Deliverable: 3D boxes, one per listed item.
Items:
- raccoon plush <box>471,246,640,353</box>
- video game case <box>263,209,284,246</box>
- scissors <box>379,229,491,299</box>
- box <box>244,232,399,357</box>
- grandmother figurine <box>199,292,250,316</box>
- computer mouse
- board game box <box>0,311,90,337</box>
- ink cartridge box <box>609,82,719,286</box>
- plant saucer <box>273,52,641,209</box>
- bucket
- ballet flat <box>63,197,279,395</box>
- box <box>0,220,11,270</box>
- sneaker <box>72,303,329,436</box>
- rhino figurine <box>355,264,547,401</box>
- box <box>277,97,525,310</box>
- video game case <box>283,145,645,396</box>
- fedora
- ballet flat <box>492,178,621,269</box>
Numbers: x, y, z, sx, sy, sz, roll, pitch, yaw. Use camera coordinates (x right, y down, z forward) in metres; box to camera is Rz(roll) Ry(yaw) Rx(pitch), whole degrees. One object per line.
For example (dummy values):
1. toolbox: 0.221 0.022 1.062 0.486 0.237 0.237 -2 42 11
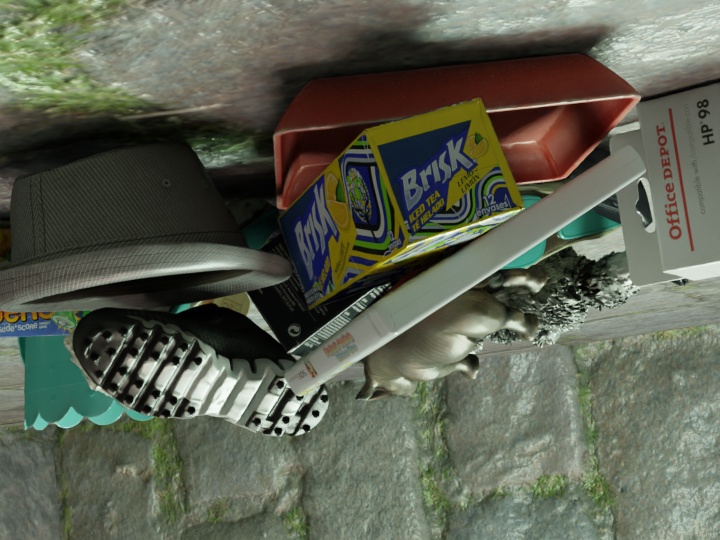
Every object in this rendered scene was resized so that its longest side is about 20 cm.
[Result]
1. raccoon plush: 0.125 0.014 1.044 0.134 0.097 0.200 -14 166 -24
2. video game case: -0.104 -0.007 1.112 0.181 0.046 0.200 -8 172 15
3. scissors: 0.022 0.026 0.899 0.073 0.014 0.200 -25 162 -51
4. box: 0.000 0.000 0.957 0.141 0.079 0.200 -34 169 2
5. grandmother figurine: -0.155 0.041 1.067 0.121 0.061 0.200 28 162 -20
6. computer mouse: 0.218 -0.042 0.980 0.059 0.034 0.200 24 170 39
7. board game box: -0.293 0.021 0.977 0.135 0.035 0.200 -2 -173 -30
8. ink cartridge box: 0.250 -0.061 0.802 0.200 0.116 0.067 -12 170 30
9. plant saucer: 0.045 -0.083 0.759 0.200 0.037 0.200 -7 171 -4
10. bucket: -0.259 0.090 1.317 0.207 0.135 0.207 -8 172 -1
11. ballet flat: -0.140 0.003 0.920 0.200 0.072 0.072 -49 -167 -27
12. box: -0.311 -0.014 0.912 0.200 0.039 0.041 -2 170 -31
13. sneaker: -0.117 0.059 0.866 0.200 0.067 0.091 20 -161 -39
14. rhino figurine: 0.053 0.055 0.961 0.087 0.060 0.200 6 148 -33
15. box: 0.014 -0.031 0.707 0.070 0.064 0.200 -18 174 -19
16. video game case: 0.059 0.004 0.777 0.200 0.023 0.182 -32 177 -25
17. fedora: -0.143 -0.028 0.784 0.177 0.090 0.200 -13 173 38
18. ballet flat: 0.133 -0.041 0.991 0.200 0.070 0.069 -11 176 -39
